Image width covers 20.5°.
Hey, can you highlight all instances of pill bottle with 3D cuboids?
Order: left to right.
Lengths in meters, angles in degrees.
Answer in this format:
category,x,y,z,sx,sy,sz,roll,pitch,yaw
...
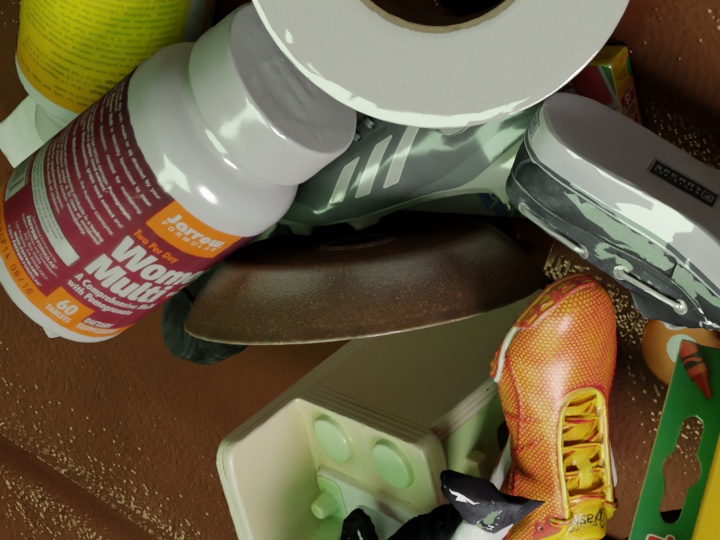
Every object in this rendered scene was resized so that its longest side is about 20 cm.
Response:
category,x,y,z,sx,sy,sz,roll,pitch,yaw
pill bottle,-0.135,-0.155,1.111,0.109,0.109,0.201,30,135,14
pill bottle,-0.102,-0.051,1.058,0.199,0.110,0.110,-33,100,34

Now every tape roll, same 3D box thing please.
category,x,y,z,sx,sy,sz,roll,pitch,yaw
tape roll,0.039,-0.170,0.951,0.200,0.037,0.205,2,103,9

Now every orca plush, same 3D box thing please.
category,x,y,z,sx,sy,sz,roll,pitch,yaw
orca plush,0.006,0.152,1.018,0.071,0.105,0.201,54,142,22

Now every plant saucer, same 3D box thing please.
category,x,y,z,sx,sy,sz,roll,pitch,yaw
plant saucer,0.000,0.000,1.078,0.199,0.200,0.037,-1,101,37

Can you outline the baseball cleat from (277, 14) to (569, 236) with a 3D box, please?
category,x,y,z,sx,sy,sz,roll,pitch,yaw
baseball cleat,0.024,-0.079,1.054,0.198,0.070,0.107,-10,109,29

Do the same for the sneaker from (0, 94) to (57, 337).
category,x,y,z,sx,sy,sz,roll,pitch,yaw
sneaker,-0.188,-0.046,1.276,0.116,0.073,0.200,53,146,15

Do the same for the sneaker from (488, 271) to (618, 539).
category,x,y,z,sx,sy,sz,roll,pitch,yaw
sneaker,0.105,0.090,0.997,0.077,0.072,0.202,45,143,44

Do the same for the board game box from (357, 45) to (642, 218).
category,x,y,z,sx,sy,sz,roll,pitch,yaw
board game box,0.062,-0.076,1.086,0.198,0.030,0.096,7,125,36

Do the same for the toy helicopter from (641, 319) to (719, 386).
category,x,y,z,sx,sy,sz,roll,pitch,yaw
toy helicopter,0.248,0.028,0.993,0.200,0.079,0.133,-37,90,34

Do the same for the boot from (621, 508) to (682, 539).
category,x,y,z,sx,sy,sz,roll,pitch,yaw
boot,0.173,0.135,1.026,0.096,0.201,0.075,23,131,-9

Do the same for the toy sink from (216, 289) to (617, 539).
category,x,y,z,sx,sy,sz,roll,pitch,yaw
toy sink,0.038,0.110,1.106,0.111,0.199,0.131,18,132,44

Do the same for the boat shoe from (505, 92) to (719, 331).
category,x,y,z,sx,sy,sz,roll,pitch,yaw
boat shoe,0.157,-0.004,0.957,0.199,0.072,0.068,33,130,9

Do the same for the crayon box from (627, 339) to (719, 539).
category,x,y,z,sx,sy,sz,roll,pitch,yaw
crayon box,0.227,0.116,0.920,0.198,0.051,0.128,14,87,15

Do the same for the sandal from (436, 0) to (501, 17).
category,x,y,z,sx,sy,sz,roll,pitch,yaw
sandal,0.023,-0.193,1.016,0.200,0.048,0.075,38,137,-12

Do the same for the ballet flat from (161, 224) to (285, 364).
category,x,y,z,sx,sy,sz,roll,pitch,yaw
ballet flat,-0.070,-0.017,1.225,0.067,0.056,0.201,58,138,26
